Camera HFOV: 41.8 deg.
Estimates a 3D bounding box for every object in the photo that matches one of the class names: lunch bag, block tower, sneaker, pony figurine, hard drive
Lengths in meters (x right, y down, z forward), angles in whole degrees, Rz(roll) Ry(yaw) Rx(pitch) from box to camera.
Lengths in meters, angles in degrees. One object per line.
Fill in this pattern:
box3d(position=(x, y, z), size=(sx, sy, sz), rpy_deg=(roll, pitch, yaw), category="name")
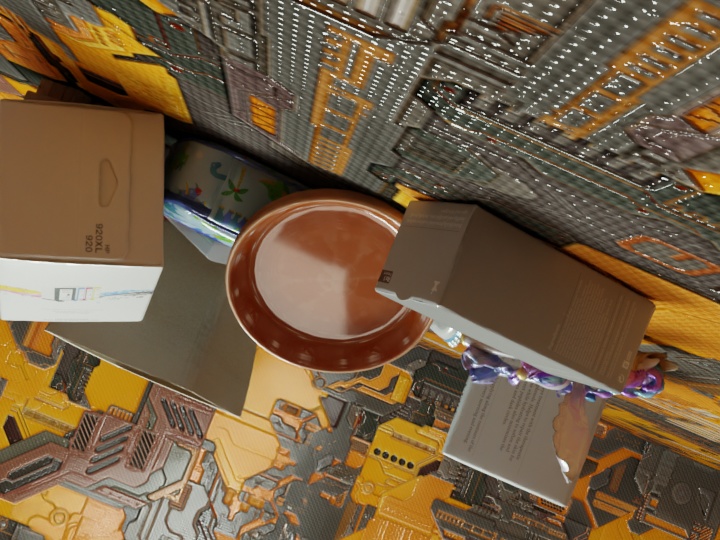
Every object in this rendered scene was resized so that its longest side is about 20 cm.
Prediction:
box3d(position=(-0.106, -0.057, 0.946), size=(0.198, 0.083, 0.160), rpy_deg=(26, 177, -23), category="lunch bag")
box3d(position=(-0.264, -0.133, 0.981), size=(0.057, 0.055, 0.200), rpy_deg=(20, 175, 24), category="block tower")
box3d(position=(0.090, 0.043, 1.178), size=(0.086, 0.076, 0.200), rpy_deg=(29, 174, -6), category="sneaker")
box3d(position=(0.207, 0.099, 0.974), size=(0.198, 0.169, 0.192), rpy_deg=(14, -157, 34), category="pony figurine")
box3d(position=(-0.175, -0.060, 1.097), size=(0.131, 0.026, 0.200), rpy_deg=(16, -161, -48), category="hard drive")

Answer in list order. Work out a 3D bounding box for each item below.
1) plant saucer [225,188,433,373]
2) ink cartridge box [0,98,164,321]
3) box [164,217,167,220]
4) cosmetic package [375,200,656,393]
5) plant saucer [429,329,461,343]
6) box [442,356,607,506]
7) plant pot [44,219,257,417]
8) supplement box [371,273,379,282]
box3d(position=(-0.025, 0.011, 0.871), size=(0.198, 0.201, 0.033), rpy_deg=(23, -145, -12), category="plant saucer")
box3d(position=(-0.265, -0.047, 0.883), size=(0.143, 0.149, 0.200), rpy_deg=(2, 162, -19), category="ink cartridge box")
box3d(position=(-0.318, -0.105, 1.253), size=(0.199, 0.096, 0.102), rpy_deg=(27, 173, -38), category="box")
box3d(position=(0.123, 0.021, 0.753), size=(0.199, 0.091, 0.106), rpy_deg=(29, 172, -28), category="cosmetic package")
box3d(position=(0.163, 0.101, 1.651), size=(0.198, 0.033, 0.200), rpy_deg=(21, 175, 2), category="plant saucer")
box3d(position=(0.221, 0.177, 1.248), size=(0.169, 0.201, 0.200), rpy_deg=(21, 176, 9), category="box")
box3d(position=(-0.226, 0.048, 1.155), size=(0.197, 0.179, 0.200), rpy_deg=(19, 168, 16), category="plant pot")
box3d(position=(-0.003, 0.023, 0.987), size=(0.066, 0.070, 0.200), rpy_deg=(24, 148, -22), category="supplement box")
